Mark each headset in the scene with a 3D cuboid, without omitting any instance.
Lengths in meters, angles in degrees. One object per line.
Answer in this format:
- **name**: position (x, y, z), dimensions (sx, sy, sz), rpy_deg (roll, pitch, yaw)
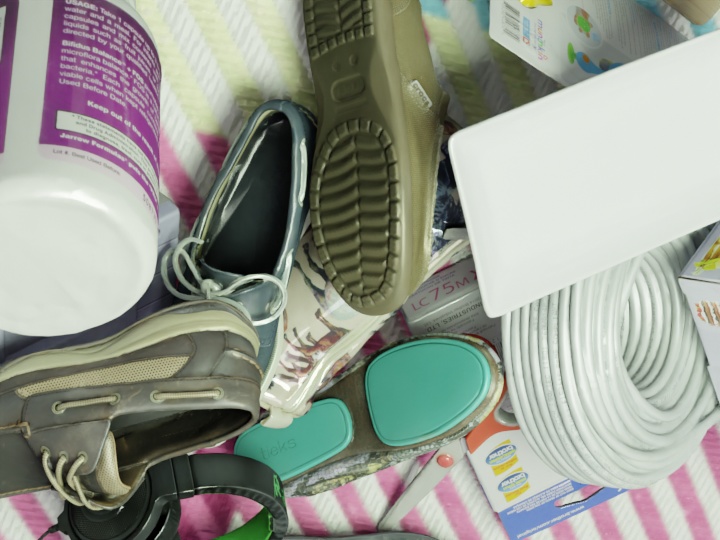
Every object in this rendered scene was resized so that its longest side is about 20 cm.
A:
- **headset**: position (-0.144, 0.144, 1.255), dimensions (0.198, 0.094, 0.124), rpy_deg (-9, 147, -9)

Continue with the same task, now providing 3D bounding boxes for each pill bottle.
- **pill bottle**: position (-0.155, -0.075, 1.055), dimensions (0.111, 0.201, 0.113), rpy_deg (-2, 139, -2)

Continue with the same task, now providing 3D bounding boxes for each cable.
- **cable**: position (0.156, 0.028, 1.248), dimensions (0.200, 0.069, 0.201), rpy_deg (-44, 126, -42)

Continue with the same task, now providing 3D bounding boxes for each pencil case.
- **pencil case**: position (0.000, 0.000, 1.225), dimensions (0.200, 0.090, 0.078), rpy_deg (-45, 135, 10)

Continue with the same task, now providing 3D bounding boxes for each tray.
- **tray**: position (0.138, -0.059, 1.146), dimensions (0.199, 0.022, 0.108), rpy_deg (-22, 113, -20)

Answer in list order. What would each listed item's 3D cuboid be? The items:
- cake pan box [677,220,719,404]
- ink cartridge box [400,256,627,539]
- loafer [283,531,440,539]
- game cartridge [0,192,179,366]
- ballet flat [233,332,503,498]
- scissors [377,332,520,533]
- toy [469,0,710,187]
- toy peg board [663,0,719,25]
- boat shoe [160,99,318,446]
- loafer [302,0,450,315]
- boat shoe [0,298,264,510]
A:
- **cake pan box**: position (0.282, 0.021, 1.301), dimensions (0.184, 0.052, 0.201), rpy_deg (-47, 129, -30)
- **ink cartridge box**: position (0.111, 0.072, 1.335), dimensions (0.119, 0.042, 0.201), rpy_deg (-26, 121, -1)
- **loafer**: position (-0.005, 0.201, 1.369), dimensions (0.199, 0.063, 0.072), rpy_deg (11, 85, -29)
- **game cartridge**: position (-0.185, 0.047, 1.163), dimensions (0.199, 0.038, 0.130), rpy_deg (-28, 139, -32)
- **ballet flat**: position (0.014, 0.087, 1.265), dimensions (0.199, 0.072, 0.072), rpy_deg (-23, 130, 32)
- **scissors**: position (0.065, 0.113, 1.315), dimensions (0.073, 0.014, 0.201), rpy_deg (17, 129, -2)
- **toy**: position (0.132, -0.117, 1.203), dimensions (0.047, 0.116, 0.200), rpy_deg (-30, 131, 34)
- **toy peg board**: position (0.197, -0.247, 1.145), dimensions (0.199, 0.098, 0.200), rpy_deg (31, 105, -30)
- **boat shoe**: position (-0.069, 0.001, 1.177), dimensions (0.201, 0.074, 0.062), rpy_deg (-66, 163, 0)
- **loafer**: position (0.016, -0.076, 1.156), dimensions (0.067, 0.076, 0.202), rpy_deg (-1, 88, -45)
- **boat shoe**: position (-0.143, 0.083, 1.105), dimensions (0.199, 0.074, 0.075), rpy_deg (-25, 140, 7)
